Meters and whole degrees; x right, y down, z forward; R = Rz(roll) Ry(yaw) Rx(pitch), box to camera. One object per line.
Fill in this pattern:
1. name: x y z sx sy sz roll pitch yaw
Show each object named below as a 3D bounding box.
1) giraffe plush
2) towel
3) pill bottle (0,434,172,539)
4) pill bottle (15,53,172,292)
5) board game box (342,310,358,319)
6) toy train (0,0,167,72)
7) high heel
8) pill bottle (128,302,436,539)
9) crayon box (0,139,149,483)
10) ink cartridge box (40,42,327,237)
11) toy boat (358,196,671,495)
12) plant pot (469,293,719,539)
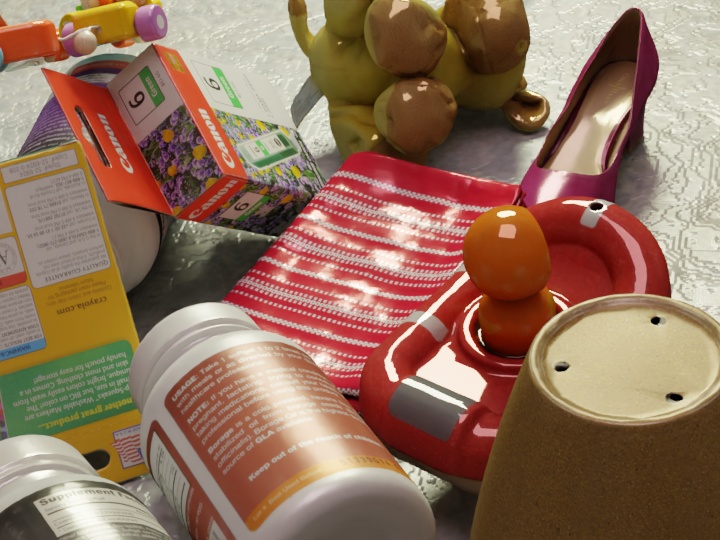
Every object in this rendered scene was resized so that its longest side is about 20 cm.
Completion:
1. giraffe plush: 0.055 -0.150 1.315 0.162 0.173 0.200 -12 1 -23
2. towel: 0.000 0.000 1.152 0.144 0.023 0.200 16 49 32
3. pill bottle: -0.135 0.173 0.914 0.116 0.117 0.200 -25 39 -22
4. pill bottle: -0.179 -0.049 1.226 0.111 0.112 0.200 1 37 11
5. board game box: 0.075 0.026 1.149 0.135 0.028 0.200 -33 43 -31
6. toy train: -0.201 -0.163 1.200 0.150 0.056 0.200 -12 8 -2
7. high heel: 0.148 -0.099 1.232 0.067 0.096 0.200 9 33 19
8. pill bottle: -0.051 0.103 0.997 0.112 0.112 0.200 -21 39 -18
9. crayon box: -0.200 0.037 1.091 0.125 0.201 0.052 -16 1 -12
10. ink cartridge box: -0.107 -0.086 1.186 0.050 0.200 0.109 -38 68 22
11. toy boat: 0.087 0.020 1.021 0.130 0.131 0.200 22 48 32
12. plant pot: 0.130 0.118 0.872 0.186 0.200 0.187 -5 37 4
